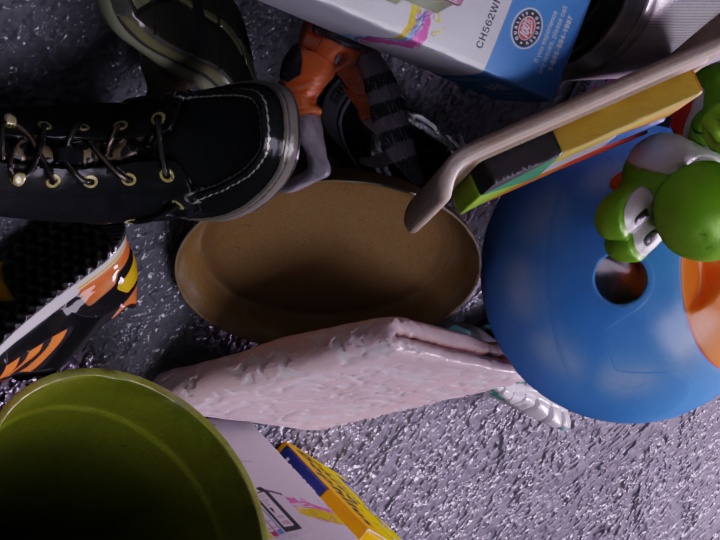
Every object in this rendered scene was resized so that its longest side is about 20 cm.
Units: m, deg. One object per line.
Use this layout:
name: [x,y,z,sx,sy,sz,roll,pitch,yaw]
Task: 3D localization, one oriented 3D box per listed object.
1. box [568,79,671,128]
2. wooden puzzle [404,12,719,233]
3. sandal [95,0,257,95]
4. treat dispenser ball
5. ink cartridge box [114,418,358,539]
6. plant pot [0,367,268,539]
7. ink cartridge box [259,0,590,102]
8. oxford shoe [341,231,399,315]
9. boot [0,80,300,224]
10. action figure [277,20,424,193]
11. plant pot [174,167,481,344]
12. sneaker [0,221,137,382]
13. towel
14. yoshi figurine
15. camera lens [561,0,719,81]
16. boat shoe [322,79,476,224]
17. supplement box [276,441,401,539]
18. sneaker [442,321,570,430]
box: [0.209,-0.060,1.571,0.132,0.115,0.200,-3,127,-46]
wooden puzzle: [0.122,-0.079,1.207,0.200,0.037,0.185,-29,178,-7]
sandal: [-0.108,-0.130,1.205,0.057,0.080,0.201,-17,154,18]
treat dispenser ball: [0.180,0.002,1.405,0.201,0.201,0.201,-29,142,-25]
ink cartridge box: [-0.100,0.219,1.445,0.145,0.200,0.147,3,123,-49]
plant pot: [-0.193,0.192,1.320,0.200,0.201,0.193,-8,158,-43]
ink cartridge box: [0.031,-0.194,1.157,0.200,0.085,0.145,20,90,-19]
oxford shoe: [0.000,0.000,1.448,0.075,0.070,0.200,-40,145,0]
boot: [-0.145,-0.062,1.141,0.154,0.203,0.074,0,83,-42]
action figure: [0.011,-0.153,1.254,0.200,0.105,0.194,-13,108,-46]
plant pot: [-0.021,-0.010,1.370,0.200,0.028,0.200,-2,147,-1]
sneaker: [-0.214,0.047,1.259,0.200,0.070,0.090,-37,143,-17]
towel: [-0.010,0.071,1.442,0.200,0.032,0.191,-16,163,32]
yoshi figurine: [0.233,-0.071,1.279,0.200,0.112,0.112,-44,180,-17]
camera lens: [0.165,-0.201,1.332,0.200,0.160,0.160,-7,130,-47]
boat shoe: [0.043,-0.067,1.424,0.074,0.068,0.199,-43,146,-5]
supplement box: [-0.069,0.249,1.592,0.200,0.109,0.110,-48,146,1]
sneaker: [0.122,0.059,1.656,0.200,0.078,0.091,29,86,-59]
